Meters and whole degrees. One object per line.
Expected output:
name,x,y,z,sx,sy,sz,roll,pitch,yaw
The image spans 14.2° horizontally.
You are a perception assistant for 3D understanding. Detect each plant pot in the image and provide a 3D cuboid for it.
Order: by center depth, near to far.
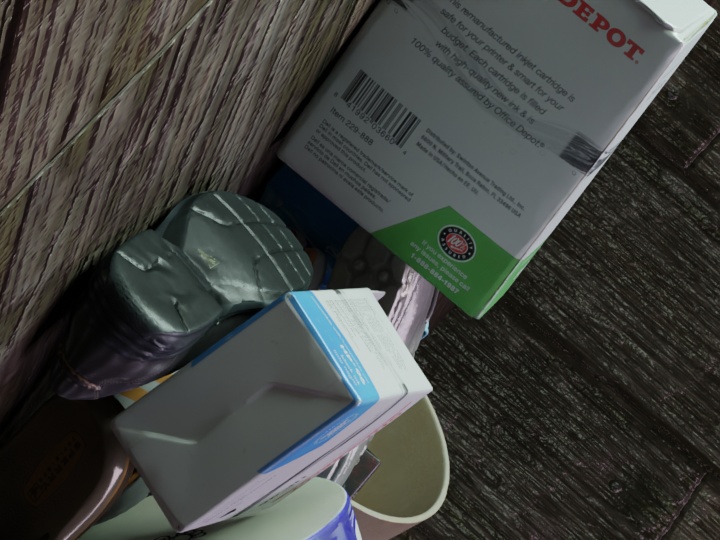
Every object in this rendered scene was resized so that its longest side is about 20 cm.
plant pot,-0.073,0.141,1.957,0.200,0.188,0.187,-40,-179,29

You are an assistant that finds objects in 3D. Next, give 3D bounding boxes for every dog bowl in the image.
dog bowl,-0.092,0.178,1.539,0.199,0.079,0.200,-13,-168,3

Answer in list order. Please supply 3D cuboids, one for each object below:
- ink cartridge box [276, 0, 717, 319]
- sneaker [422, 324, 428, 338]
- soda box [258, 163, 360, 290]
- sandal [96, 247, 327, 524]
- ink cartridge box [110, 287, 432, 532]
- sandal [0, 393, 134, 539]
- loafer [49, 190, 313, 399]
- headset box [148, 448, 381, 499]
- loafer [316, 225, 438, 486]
ink cartridge box,0.073,-0.100,1.550,0.200,0.146,0.084,-53,174,26
sneaker,0.011,0.011,1.950,0.074,0.082,0.201,-30,-152,40
soda box,0.023,-0.084,1.698,0.200,0.064,0.068,-48,174,-26
sandal,-0.103,0.052,1.613,0.207,0.059,0.079,-51,-165,-17
ink cartridge box,-0.036,0.068,1.477,0.116,0.068,0.200,-36,172,12
sandal,-0.187,0.141,1.445,0.200,0.080,0.054,-54,158,13
loafer,-0.090,0.012,1.427,0.072,0.073,0.200,-43,169,26
headset box,-0.107,0.142,1.697,0.200,0.149,0.077,-49,177,-5
loafer,-0.008,0.065,1.634,0.070,0.070,0.201,5,116,-62
